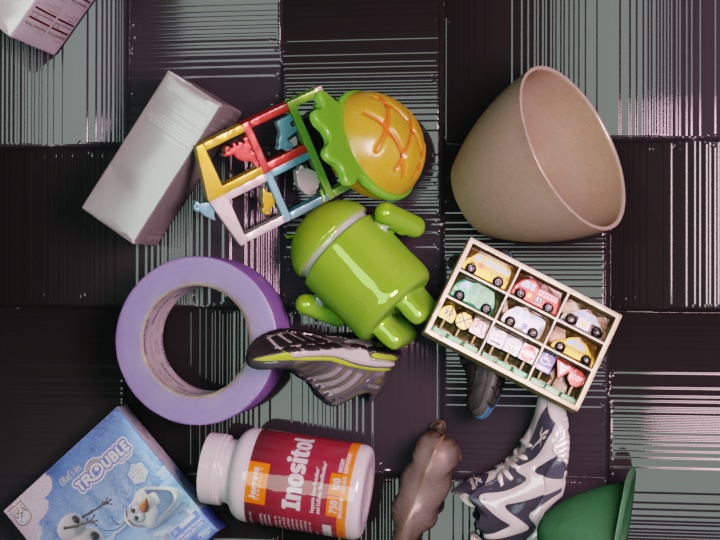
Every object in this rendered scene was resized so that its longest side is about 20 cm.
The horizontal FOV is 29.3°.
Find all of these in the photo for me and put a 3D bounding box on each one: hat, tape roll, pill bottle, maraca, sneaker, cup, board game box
[{"bbox_3d":[0.210,0.292,1.559,0.175,0.200,0.167,10,103,15],"label":"hat"},{"bbox_3d":[-0.189,0.083,1.669,0.198,0.085,0.202,0,89,8],"label":"tape roll"},{"bbox_3d":[-0.088,0.250,1.638,0.199,0.113,0.114,7,91,8],"label":"pill bottle"},{"bbox_3d":[0.006,-0.146,1.589,0.107,0.200,0.138,-27,75,29],"label":"maraca"},{"bbox_3d":[0.173,0.236,1.614,0.129,0.080,0.201,5,100,0],"label":"sneaker"},{"bbox_3d":[-0.045,0.119,1.615,0.199,0.074,0.081,7,104,-30],"label":"sneaker"},{"bbox_3d":[0.189,-0.112,1.576,0.143,0.200,0.201,-27,85,36],"label":"cup"},{"bbox_3d":[0.136,0.074,1.632,0.081,0.073,0.201,4,80,12],"label":"sneaker"},{"bbox_3d":[-0.305,0.307,1.705,0.200,0.043,0.199,-42,83,6],"label":"board game box"}]

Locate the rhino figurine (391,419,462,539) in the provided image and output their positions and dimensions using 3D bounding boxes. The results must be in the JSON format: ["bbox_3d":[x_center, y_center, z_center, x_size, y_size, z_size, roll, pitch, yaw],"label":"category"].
[{"bbox_3d":[0.067,0.278,1.627,0.059,0.087,0.201,21,93,9],"label":"rhino figurine"}]

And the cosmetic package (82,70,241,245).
[{"bbox_3d":[-0.240,-0.133,1.668,0.090,0.107,0.201,31,96,7],"label":"cosmetic package"}]

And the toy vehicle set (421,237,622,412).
[{"bbox_3d":[0.185,0.063,1.580,0.199,0.027,0.125,27,79,-3],"label":"toy vehicle set"}]

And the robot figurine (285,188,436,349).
[{"bbox_3d":[0.000,0.000,1.621,0.200,0.116,0.176,45,111,11],"label":"robot figurine"}]

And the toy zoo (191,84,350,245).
[{"bbox_3d":[-0.110,-0.118,1.634,0.199,0.020,0.132,-27,108,-13],"label":"toy zoo"}]

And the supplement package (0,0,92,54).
[{"bbox_3d":[-0.410,-0.406,1.673,0.191,0.147,0.200,38,95,7],"label":"supplement package"}]
